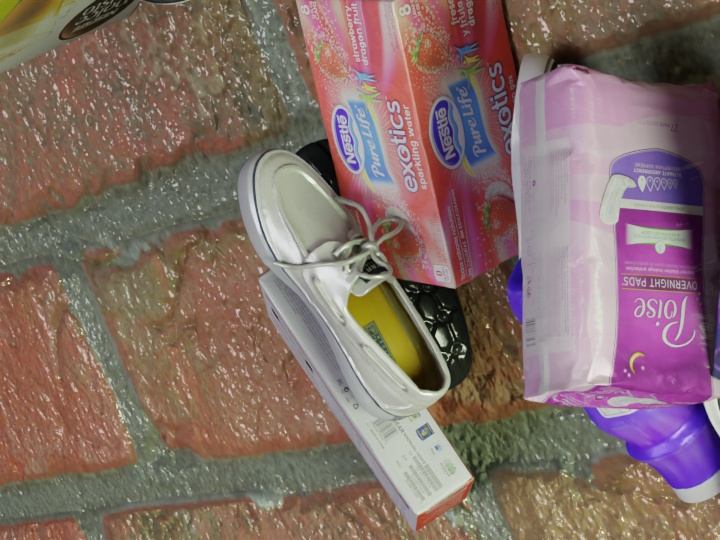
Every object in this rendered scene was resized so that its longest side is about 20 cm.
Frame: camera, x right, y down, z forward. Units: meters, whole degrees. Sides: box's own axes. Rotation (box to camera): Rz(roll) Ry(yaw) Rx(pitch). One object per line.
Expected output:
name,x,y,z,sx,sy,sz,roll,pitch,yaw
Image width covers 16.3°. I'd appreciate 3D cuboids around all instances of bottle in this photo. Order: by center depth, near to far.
bottle,0.172,0.062,1.601,0.065,0.084,0.200,-15,120,42

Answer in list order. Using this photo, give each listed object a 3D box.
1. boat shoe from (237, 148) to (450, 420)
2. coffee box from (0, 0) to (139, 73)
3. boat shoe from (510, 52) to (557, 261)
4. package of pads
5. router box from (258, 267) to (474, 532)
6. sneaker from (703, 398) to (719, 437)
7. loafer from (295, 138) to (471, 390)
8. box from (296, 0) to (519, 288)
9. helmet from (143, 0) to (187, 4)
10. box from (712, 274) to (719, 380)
boat shoe,-0.003,0.003,1.643,0.086,0.074,0.202,-25,94,55
coffee box,-0.258,-0.275,1.820,0.200,0.199,0.198,56,143,6
boat shoe,0.132,-0.046,1.631,0.056,0.069,0.201,2,116,13
package of pads,0.156,-0.019,1.505,0.076,0.120,0.201,-12,76,57
router box,0.003,0.086,1.792,0.200,0.049,0.180,56,175,8
sneaker,0.274,0.098,1.547,0.099,0.071,0.201,-1,114,43
loafer,0.015,-0.004,1.790,0.201,0.068,0.070,58,172,-3
box,0.041,-0.101,1.666,0.102,0.095,0.201,10,120,48
helmet,-0.116,-0.283,1.657,0.200,0.200,0.191,34,175,31
box,0.292,-0.012,1.424,0.148,0.104,0.201,25,129,37
